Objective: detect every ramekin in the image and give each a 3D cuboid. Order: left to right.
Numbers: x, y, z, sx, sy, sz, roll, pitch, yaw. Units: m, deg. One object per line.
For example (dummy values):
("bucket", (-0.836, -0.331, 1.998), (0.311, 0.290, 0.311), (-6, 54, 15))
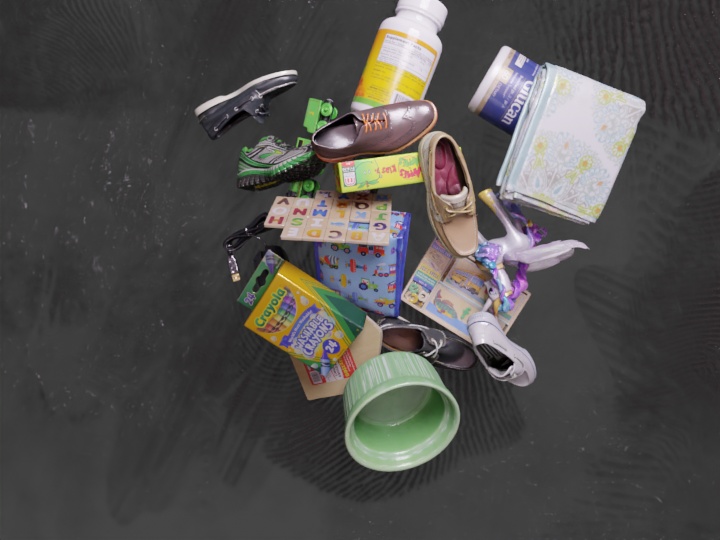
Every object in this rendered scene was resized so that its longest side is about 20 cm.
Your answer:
("ramekin", (0.062, 0.238, 0.916), (0.196, 0.098, 0.203), (-6, 121, -9))

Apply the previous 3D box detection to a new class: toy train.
("toy train", (-0.090, -0.204, 0.944), (0.056, 0.042, 0.203), (17, 98, 13))

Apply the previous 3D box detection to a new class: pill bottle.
("pill bottle", (0.067, -0.338, 0.874), (0.110, 0.111, 0.203), (22, 98, 3))
("pill bottle", (0.285, -0.261, 0.861), (0.198, 0.111, 0.112), (31, 99, 1))

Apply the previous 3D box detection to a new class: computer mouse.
("computer mouse", (-0.180, 0.010, 0.953), (0.139, 0.046, 0.203), (-21, 92, 27))

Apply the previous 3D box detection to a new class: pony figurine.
("pony figurine", (0.255, -0.039, 0.884), (0.191, 0.166, 0.203), (-25, 77, 13))

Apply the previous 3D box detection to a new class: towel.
("towel", (0.310, -0.182, 0.797), (0.169, 0.048, 0.203), (16, 104, -13))

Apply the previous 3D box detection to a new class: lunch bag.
("lunch bag", (0.000, 0.000, 0.917), (0.148, 0.094, 0.203), (9, 122, 11))

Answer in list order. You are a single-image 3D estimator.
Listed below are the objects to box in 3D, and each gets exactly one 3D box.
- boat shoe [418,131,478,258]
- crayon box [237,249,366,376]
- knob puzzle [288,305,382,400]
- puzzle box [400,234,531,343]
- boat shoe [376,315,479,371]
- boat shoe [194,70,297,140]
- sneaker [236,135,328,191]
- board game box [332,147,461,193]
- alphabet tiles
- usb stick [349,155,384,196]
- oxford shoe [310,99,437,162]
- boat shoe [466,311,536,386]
("boat shoe", (0.137, -0.111, 0.812), (0.073, 0.066, 0.203), (-21, 101, -3))
("crayon box", (-0.105, 0.074, 0.895), (0.199, 0.052, 0.126), (33, 117, -8))
("knob puzzle", (-0.043, 0.131, 0.963), (0.216, 0.030, 0.224), (7, 108, 23))
("puzzle box", (0.185, 0.044, 0.951), (0.198, 0.025, 0.134), (31, 98, 2))
("boat shoe", (0.119, 0.137, 0.949), (0.197, 0.068, 0.073), (19, 97, 2))
("boat shoe", (-0.191, -0.284, 0.927), (0.196, 0.075, 0.067), (-20, 97, 8))
("sneaker", (-0.139, -0.194, 0.906), (0.197, 0.078, 0.087), (-6, 88, 30))
("board game box", (0.058, -0.165, 0.878), (0.196, 0.102, 0.048), (-9, 101, -7))
("alphabet tiles", (-0.049, -0.091, 0.860), (0.196, 0.168, 0.008), (4, 124, 2))
("usb stick", (0.006, -0.153, 0.943), (0.054, 0.033, 0.204), (10, 98, -2))
("oxford shoe", (0.021, -0.211, 0.800), (0.197, 0.073, 0.072), (-18, 90, 6))
("boat shoe", (0.235, 0.154, 0.898), (0.073, 0.067, 0.200), (-26, 126, 33))
